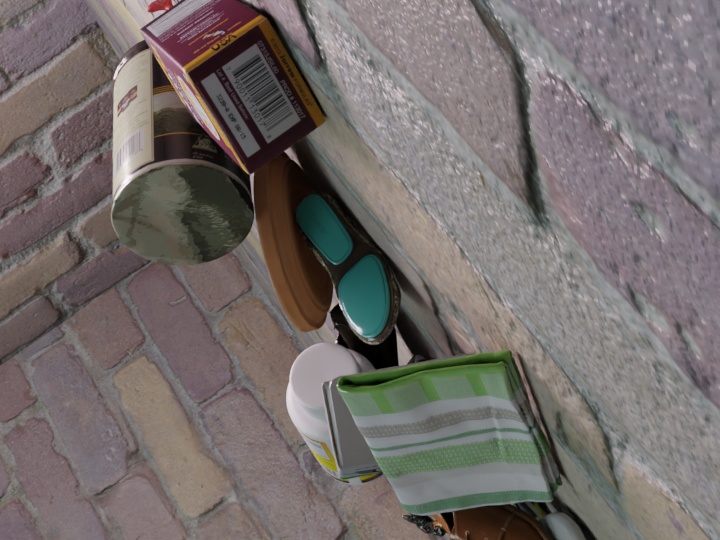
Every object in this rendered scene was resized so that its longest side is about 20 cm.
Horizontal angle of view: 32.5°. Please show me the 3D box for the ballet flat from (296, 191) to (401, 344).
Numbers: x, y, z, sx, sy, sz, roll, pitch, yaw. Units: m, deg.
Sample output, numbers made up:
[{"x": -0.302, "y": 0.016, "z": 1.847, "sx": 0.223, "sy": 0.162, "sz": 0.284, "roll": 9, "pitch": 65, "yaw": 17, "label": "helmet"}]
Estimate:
[{"x": 0.000, "y": 0.000, "z": 1.257, "sx": 0.075, "sy": 0.068, "sz": 0.201, "roll": 30, "pitch": -157, "yaw": -51, "label": "ballet flat"}]

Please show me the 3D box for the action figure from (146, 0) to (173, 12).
[{"x": -0.215, "y": -0.234, "z": 1.496, "sx": 0.200, "sy": 0.099, "sz": 0.065, "roll": 50, "pitch": 173, "yaw": 27, "label": "action figure"}]

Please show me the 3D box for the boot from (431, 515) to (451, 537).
[{"x": 0.123, "y": 0.292, "z": 1.329, "sx": 0.199, "sy": 0.074, "sz": 0.155, "roll": 31, "pitch": -152, "yaw": -16, "label": "boot"}]

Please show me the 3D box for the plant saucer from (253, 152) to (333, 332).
[{"x": -0.068, "y": -0.035, "z": 1.347, "sx": 0.200, "sy": 0.032, "sz": 0.203, "roll": -12, "pitch": -90, "yaw": -78, "label": "plant saucer"}]

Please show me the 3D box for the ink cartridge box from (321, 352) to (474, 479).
[{"x": 0.040, "y": 0.143, "z": 1.177, "sx": 0.200, "sy": 0.144, "sz": 0.085, "roll": 89, "pitch": 170, "yaw": -79, "label": "ink cartridge box"}]

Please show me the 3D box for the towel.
[{"x": 0.077, "y": 0.142, "z": 1.021, "sx": 0.201, "sy": 0.147, "sz": 0.031, "roll": 63, "pitch": -159, "yaw": -47, "label": "towel"}]

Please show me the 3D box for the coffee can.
[{"x": -0.190, "y": -0.128, "z": 1.299, "sx": 0.147, "sy": 0.144, "sz": 0.202, "roll": 63, "pitch": -167, "yaw": -49, "label": "coffee can"}]

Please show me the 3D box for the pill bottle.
[{"x": -0.020, "y": 0.160, "z": 1.396, "sx": 0.110, "sy": 0.109, "sz": 0.201, "roll": 51, "pitch": 171, "yaw": 30, "label": "pill bottle"}]

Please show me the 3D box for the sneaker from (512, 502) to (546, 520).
[{"x": 0.138, "y": 0.222, "z": 1.308, "sx": 0.200, "sy": 0.076, "sz": 0.076, "roll": 44, "pitch": -144, "yaw": 6, "label": "sneaker"}]

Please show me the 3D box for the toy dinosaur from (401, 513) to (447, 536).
[{"x": 0.138, "y": 0.363, "z": 1.832, "sx": 0.135, "sy": 0.101, "sz": 0.203, "roll": 5, "pitch": 109, "yaw": 60, "label": "toy dinosaur"}]

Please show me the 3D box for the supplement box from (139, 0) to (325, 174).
[{"x": -0.121, "y": -0.179, "z": 1.119, "sx": 0.111, "sy": 0.085, "sz": 0.200, "roll": 59, "pitch": 173, "yaw": -29, "label": "supplement box"}]

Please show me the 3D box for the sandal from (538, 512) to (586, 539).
[{"x": 0.200, "y": 0.293, "z": 1.202, "sx": 0.204, "sy": 0.049, "sz": 0.083, "roll": 94, "pitch": 153, "yaw": -51, "label": "sandal"}]

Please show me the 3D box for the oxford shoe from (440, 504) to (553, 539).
[{"x": 0.128, "y": 0.261, "z": 1.186, "sx": 0.200, "sy": 0.071, "sz": 0.072, "roll": 40, "pitch": 137, "yaw": 46, "label": "oxford shoe"}]

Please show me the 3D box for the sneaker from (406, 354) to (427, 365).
[{"x": 0.086, "y": 0.163, "z": 1.402, "sx": 0.079, "sy": 0.074, "sz": 0.201, "roll": 28, "pitch": 161, "yaw": 28, "label": "sneaker"}]

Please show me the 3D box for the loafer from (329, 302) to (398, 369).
[{"x": 0.005, "y": 0.082, "z": 1.440, "sx": 0.201, "sy": 0.070, "sz": 0.074, "roll": 75, "pitch": -172, "yaw": -53, "label": "loafer"}]
